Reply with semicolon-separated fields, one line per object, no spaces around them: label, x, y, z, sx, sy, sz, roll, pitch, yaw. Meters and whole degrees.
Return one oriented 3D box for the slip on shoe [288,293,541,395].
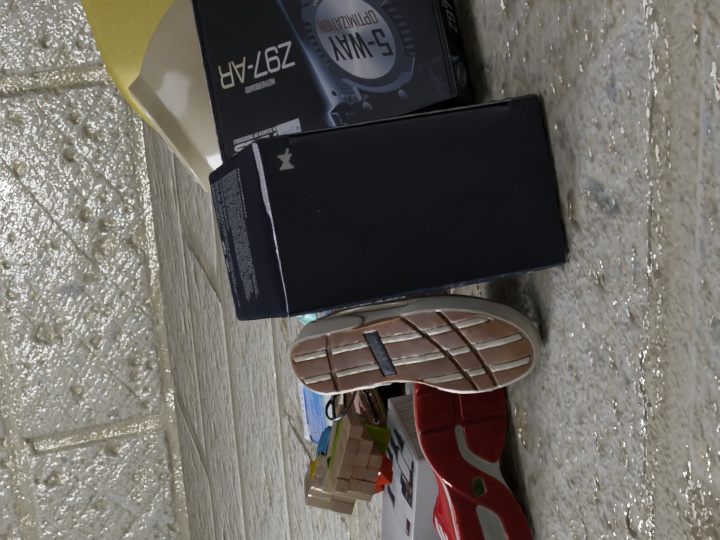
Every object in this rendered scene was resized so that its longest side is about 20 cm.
slip on shoe;0.042;0.050;1.061;0.061;0.198;0.077;-50;-58;-51

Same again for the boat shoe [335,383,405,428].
boat shoe;0.013;0.061;1.350;0.068;0.072;0.203;-3;96;44

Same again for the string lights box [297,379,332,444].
string lights box;-0.020;0.133;1.526;0.200;0.058;0.104;-179;80;-76

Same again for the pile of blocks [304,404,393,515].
pile of blocks;-0.002;0.170;1.294;0.200;0.061;0.083;131;150;-71

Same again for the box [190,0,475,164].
box;-0.025;-0.175;1.095;0.043;0.198;0.162;8;-111;-65

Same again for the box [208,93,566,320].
box;0.011;-0.038;1.009;0.200;0.194;0.119;167;93;-76

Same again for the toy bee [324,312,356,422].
toy bee;0.023;0.046;1.228;0.130;0.108;0.202;-9;62;58

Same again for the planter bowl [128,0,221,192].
planter bowl;-0.127;-0.158;1.323;0.201;0.134;0.200;53;176;6

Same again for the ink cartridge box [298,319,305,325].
ink cartridge box;-0.060;-0.041;1.465;0.176;0.044;0.202;34;138;48

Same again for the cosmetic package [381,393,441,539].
cosmetic package;0.053;0.211;1.304;0.083;0.050;0.202;-115;21;-50

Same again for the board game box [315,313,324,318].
board game box;0.000;0.000;1.305;0.104;0.023;0.202;-16;80;32

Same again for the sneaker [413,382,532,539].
sneaker;0.071;0.147;1.140;0.115;0.077;0.203;151;111;-74

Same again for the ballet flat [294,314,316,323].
ballet flat;-0.082;-0.011;1.405;0.201;0.070;0.067;59;148;14

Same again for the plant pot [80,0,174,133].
plant pot;-0.166;-0.257;1.516;0.196;0.192;0.202;-77;-19;-60
